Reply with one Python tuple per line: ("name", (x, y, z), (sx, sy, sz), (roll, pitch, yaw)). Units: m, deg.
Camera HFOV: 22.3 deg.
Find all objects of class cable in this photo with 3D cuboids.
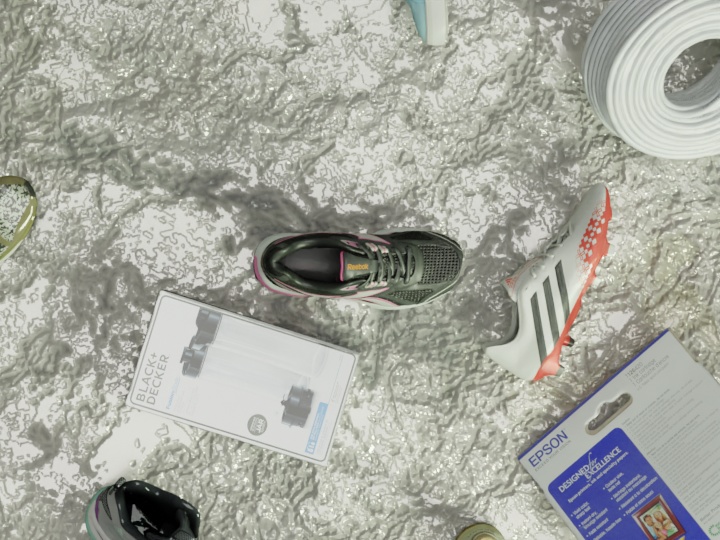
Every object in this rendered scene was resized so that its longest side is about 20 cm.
("cable", (0.309, -0.193, 1.708), (0.199, 0.069, 0.200), (-26, 131, 2))

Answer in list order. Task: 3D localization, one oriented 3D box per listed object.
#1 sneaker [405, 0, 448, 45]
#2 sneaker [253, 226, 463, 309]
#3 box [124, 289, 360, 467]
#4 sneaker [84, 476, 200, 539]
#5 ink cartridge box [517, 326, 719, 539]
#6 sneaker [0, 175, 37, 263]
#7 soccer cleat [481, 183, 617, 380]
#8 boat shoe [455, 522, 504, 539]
("sneaker", (0.032, -0.305, 1.740), (0.081, 0.074, 0.201), (-13, 82, 4))
("sneaker", (0.000, 0.000, 1.717), (0.198, 0.086, 0.081), (-4, 91, -5))
("box", (-0.112, 0.102, 1.720), (0.199, 0.060, 0.117), (19, 87, -3))
("sneaker", (-0.162, 0.266, 1.667), (0.200, 0.140, 0.078), (41, 62, -3))
("ink cartridge box", (0.283, 0.192, 1.724), (0.197, 0.047, 0.200), (-41, 59, 7))
("sneaker", (-0.387, -0.022, 1.687), (0.199, 0.089, 0.077), (-32, 91, -5))
("soccer cleat", (0.181, 0.006, 1.742), (0.085, 0.069, 0.201), (21, 92, -8))
("boat shoe", (0.143, 0.339, 1.732), (0.073, 0.063, 0.201), (-26, 91, -5))
